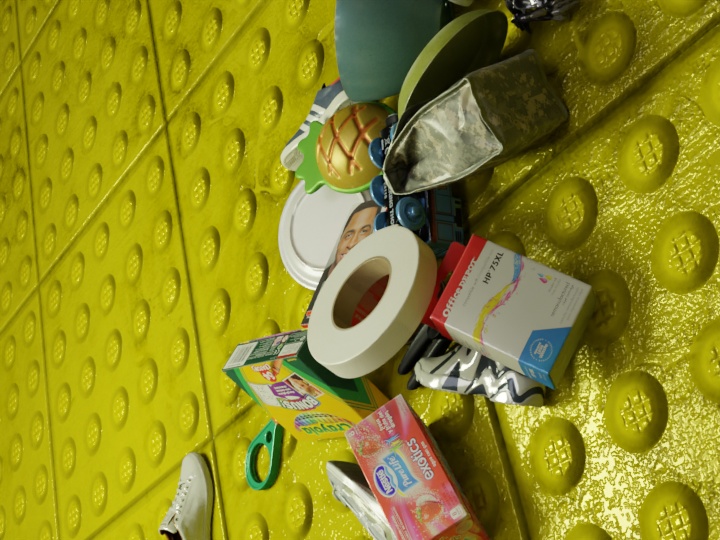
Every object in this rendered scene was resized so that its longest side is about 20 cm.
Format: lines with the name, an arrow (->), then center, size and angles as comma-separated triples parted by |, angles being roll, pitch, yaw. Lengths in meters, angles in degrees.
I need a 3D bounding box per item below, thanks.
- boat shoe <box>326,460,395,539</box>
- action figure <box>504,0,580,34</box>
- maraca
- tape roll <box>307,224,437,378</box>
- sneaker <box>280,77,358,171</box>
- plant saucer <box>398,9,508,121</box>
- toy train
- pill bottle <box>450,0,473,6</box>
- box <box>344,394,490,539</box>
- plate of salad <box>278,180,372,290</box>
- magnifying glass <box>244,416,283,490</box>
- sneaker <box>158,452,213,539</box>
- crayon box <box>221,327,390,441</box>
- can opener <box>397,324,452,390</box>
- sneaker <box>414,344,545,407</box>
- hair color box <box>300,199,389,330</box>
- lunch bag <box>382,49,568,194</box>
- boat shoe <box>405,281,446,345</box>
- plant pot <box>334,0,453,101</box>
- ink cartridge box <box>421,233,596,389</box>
boat shoe -> 0.013, 0.327, 1.574 | 0.201, 0.074, 0.066 | 34, 105, 44
action figure -> 0.219, -0.361, 1.424 | 0.200, 0.100, 0.121 | -78, -29, -81
maraca -> -0.019, -0.178, 1.684 | 0.198, 0.106, 0.140 | -7, 69, 38
tape roll -> 0.013, 0.037, 1.429 | 0.202, 0.037, 0.205 | -37, 33, 29
sneaker -> -0.057, -0.238, 1.796 | 0.199, 0.074, 0.086 | -39, 46, 34
plant saucer -> 0.112, -0.256, 1.466 | 0.031, 0.199, 0.201 | 42, 119, 18
toy train -> 0.076, -0.113, 1.548 | 0.086, 0.113, 0.204 | -28, 61, 54
pill bottle -> 0.159, -0.461, 1.511 | 0.201, 0.114, 0.117 | -56, 43, 28
box -> 0.072, 0.275, 1.457 | 0.094, 0.103, 0.201 | -34, 50, 4
plate of salad -> -0.040, -0.066, 1.740 | 0.197, 0.048, 0.204 | -9, 73, 30
magnifying glass -> -0.139, 0.260, 1.835 | 0.080, 0.022, 0.203 | 41, 117, 49
sneaker -> -0.303, 0.411, 1.967 | 0.072, 0.084, 0.204 | -29, 59, 48
crayon box -> -0.079, 0.168, 1.648 | 0.199, 0.173, 0.059 | -15, 36, 51
can opener -> 0.100, 0.084, 1.520 | 0.201, 0.077, 0.064 | -57, 43, 44
sneaker -> 0.153, 0.093, 1.432 | 0.198, 0.079, 0.132 | 5, 85, 54
hair color box -> 0.000, 0.000, 1.589 | 0.101, 0.061, 0.202 | -12, 49, 52
lunch bag -> 0.131, -0.174, 1.431 | 0.199, 0.163, 0.119 | -30, 88, 46
boat shoe -> 0.043, 0.069, 1.591 | 0.199, 0.067, 0.073 | -36, 55, 43
plant pot -> 0.056, -0.335, 1.588 | 0.132, 0.200, 0.204 | 4, 85, 16
ink cartridge box -> 0.163, 0.039, 1.344 | 0.198, 0.067, 0.117 | 24, 79, 24
